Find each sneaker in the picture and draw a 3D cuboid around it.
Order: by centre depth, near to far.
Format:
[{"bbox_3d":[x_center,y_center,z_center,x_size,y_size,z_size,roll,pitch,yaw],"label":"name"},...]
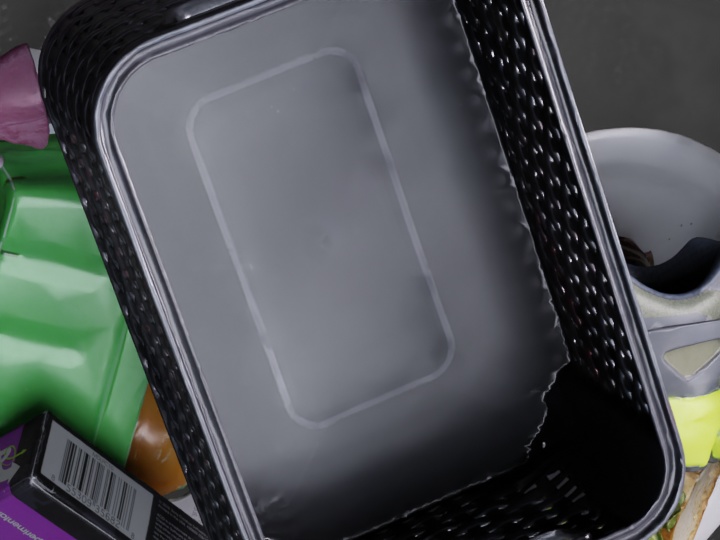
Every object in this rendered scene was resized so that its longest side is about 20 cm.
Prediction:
[{"bbox_3d":[0.040,0.013,0.937,0.199,0.074,0.081,6,105,-20],"label":"sneaker"}]

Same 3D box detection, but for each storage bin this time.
[{"bbox_3d":[0.000,0.000,0.837,0.135,0.094,0.201,-23,109,-11],"label":"storage bin"}]

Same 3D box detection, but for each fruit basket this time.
[{"bbox_3d":[-0.055,0.017,0.996,0.199,0.094,0.186,4,113,-31],"label":"fruit basket"}]

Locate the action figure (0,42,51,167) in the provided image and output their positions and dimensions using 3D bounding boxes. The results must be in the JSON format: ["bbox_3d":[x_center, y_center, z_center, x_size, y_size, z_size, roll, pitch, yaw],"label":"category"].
[{"bbox_3d":[-0.138,-0.090,0.852,0.149,0.134,0.201,-20,128,-49],"label":"action figure"}]

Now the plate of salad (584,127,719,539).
[{"bbox_3d":[0.087,0.046,1.025,0.199,0.048,0.201,-12,115,-27],"label":"plate of salad"}]

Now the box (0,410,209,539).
[{"bbox_3d":[-0.130,0.135,0.989,0.200,0.036,0.143,-29,125,32],"label":"box"}]
